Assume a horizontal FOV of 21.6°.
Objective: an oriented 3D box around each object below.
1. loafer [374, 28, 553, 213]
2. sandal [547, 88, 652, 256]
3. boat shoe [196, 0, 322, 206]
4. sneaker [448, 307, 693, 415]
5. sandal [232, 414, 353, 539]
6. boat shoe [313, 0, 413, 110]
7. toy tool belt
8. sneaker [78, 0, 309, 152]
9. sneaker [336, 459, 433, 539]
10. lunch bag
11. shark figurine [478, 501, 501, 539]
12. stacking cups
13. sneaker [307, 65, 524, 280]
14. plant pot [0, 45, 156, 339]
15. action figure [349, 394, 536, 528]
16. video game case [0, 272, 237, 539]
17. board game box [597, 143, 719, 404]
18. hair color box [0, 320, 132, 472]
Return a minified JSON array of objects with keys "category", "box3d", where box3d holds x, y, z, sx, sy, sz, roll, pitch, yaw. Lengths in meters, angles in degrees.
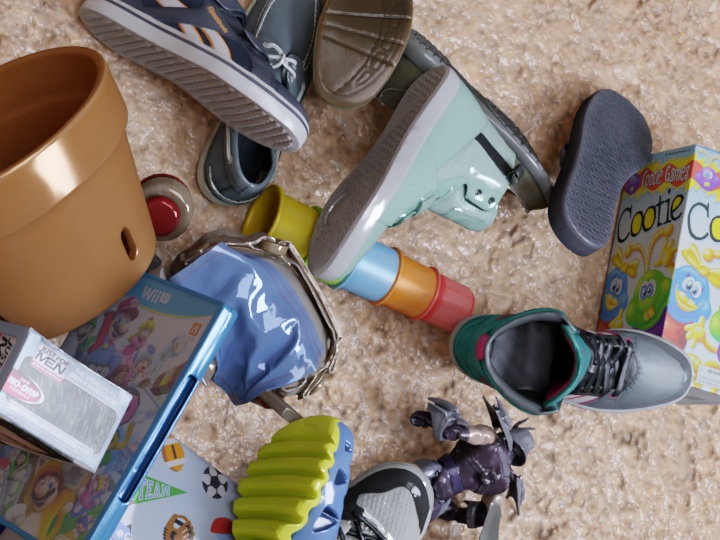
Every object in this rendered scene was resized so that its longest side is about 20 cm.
[{"category":"loafer","box3d":[0.083,-0.113,1.559,0.070,0.075,0.200,-42,111,12]},{"category":"sandal","box3d":[0.192,-0.086,1.593,0.076,0.043,0.200,47,43,-13]},{"category":"boat shoe","box3d":[-0.068,-0.145,1.478,0.073,0.062,0.201,26,75,-23]},{"category":"sneaker","box3d":[0.173,0.073,1.481,0.199,0.121,0.084,7,93,-4]},{"category":"sandal","box3d":[-0.048,0.201,1.348,0.087,0.079,0.201,29,77,-41]},{"category":"boat shoe","box3d":[0.006,-0.215,1.515,0.072,0.065,0.201,14,73,-6]},{"category":"toy tool belt","box3d":[-0.101,0.023,1.397,0.125,0.123,0.200,-36,106,12]},{"category":"sneaker","box3d":[-0.109,-0.170,1.416,0.200,0.078,0.080,34,69,9]},{"category":"sneaker","box3d":[-0.020,0.229,1.416,0.076,0.088,0.200,42,100,-2]},{"category":"lunch bag","box3d":[-0.180,0.223,1.363,0.170,0.124,0.200,38,64,-22]},{"category":"shark figurine","box3d":[0.073,0.269,1.482,0.214,0.089,0.129,-19,135,-32]},{"category":"stacking cups","box3d":[0.000,0.000,1.512,0.200,0.060,0.061,27,75,-28]},{"category":"sneaker","box3d":[0.049,-0.048,1.465,0.118,0.074,0.201,44,69,-24]},{"category":"plant pot","box3d":[-0.235,-0.044,1.324,0.200,0.200,0.140,-42,122,-23]},{"category":"action figure","box3d":[0.058,0.169,1.508,0.199,0.069,0.131,-27,115,-17]},{"category":"video game case","box3d":[-0.179,0.096,1.299,0.018,0.143,0.200,39,76,-40]},{"category":"board game box","box3d":[0.281,0.006,1.624,0.103,0.105,0.201,17,78,-24]},{"category":"hair color box","box3d":[-0.257,0.073,1.276,0.099,0.200,0.061,39,69,-40]}]
